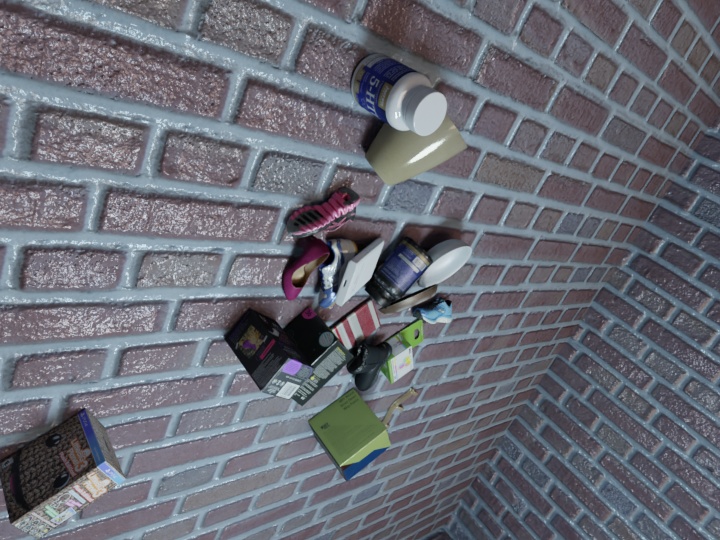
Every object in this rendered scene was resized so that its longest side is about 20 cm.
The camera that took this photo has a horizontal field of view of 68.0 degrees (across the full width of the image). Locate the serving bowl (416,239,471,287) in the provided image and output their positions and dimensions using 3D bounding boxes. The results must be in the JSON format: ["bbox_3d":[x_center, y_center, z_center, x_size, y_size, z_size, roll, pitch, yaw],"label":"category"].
[{"bbox_3d":[0.249,-0.033,1.670,0.199,0.066,0.201,-27,156,-13],"label":"serving bowl"}]

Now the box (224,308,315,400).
[{"bbox_3d":[-0.226,0.207,1.323,0.106,0.200,0.122,-48,143,2],"label":"box"}]

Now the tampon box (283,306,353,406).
[{"bbox_3d":[-0.151,0.235,1.465,0.200,0.150,0.126,-43,144,-6],"label":"tampon box"}]

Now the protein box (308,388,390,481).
[{"bbox_3d":[-0.036,0.560,1.828,0.198,0.200,0.136,-33,141,-18],"label":"protein box"}]

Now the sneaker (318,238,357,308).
[{"bbox_3d":[-0.084,0.004,1.403,0.088,0.075,0.201,10,111,-34],"label":"sneaker"}]

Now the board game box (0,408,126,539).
[{"bbox_3d":[-0.642,0.434,1.151,0.199,0.159,0.097,-33,141,-19],"label":"board game box"}]

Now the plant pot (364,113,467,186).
[{"bbox_3d":[0.114,-0.296,1.247,0.200,0.188,0.187,-39,145,12],"label":"plant pot"}]

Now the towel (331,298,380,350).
[{"bbox_3d":[-0.029,0.185,1.649,0.199,0.023,0.145,-37,141,-15],"label":"towel"}]

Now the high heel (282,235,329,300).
[{"bbox_3d":[-0.136,0.009,1.320,0.067,0.096,0.201,-9,129,-39],"label":"high heel"}]

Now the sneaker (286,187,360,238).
[{"bbox_3d":[-0.086,-0.118,1.286,0.199,0.079,0.096,-28,150,-23],"label":"sneaker"}]

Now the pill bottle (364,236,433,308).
[{"bbox_3d":[0.108,0.010,1.550,0.200,0.112,0.112,-47,143,0],"label":"pill bottle"}]

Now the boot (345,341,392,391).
[{"bbox_3d":[0.004,0.314,1.730,0.168,0.076,0.201,6,122,-55],"label":"boot"}]

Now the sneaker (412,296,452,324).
[{"bbox_3d":[0.253,0.132,1.856,0.199,0.078,0.091,1,105,-50],"label":"sneaker"}]

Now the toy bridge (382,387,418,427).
[{"bbox_3d":[0.152,0.549,2.149,0.200,0.027,0.067,-50,142,3],"label":"toy bridge"}]

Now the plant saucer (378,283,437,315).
[{"bbox_3d":[0.150,0.093,1.632,0.199,0.032,0.200,-23,178,-1],"label":"plant saucer"}]

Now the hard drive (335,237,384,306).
[{"bbox_3d":[0.000,0.000,1.431,0.200,0.027,0.133,-41,154,-60],"label":"hard drive"}]

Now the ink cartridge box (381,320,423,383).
[{"bbox_3d":[0.161,0.281,1.873,0.199,0.076,0.149,-30,140,-17],"label":"ink cartridge box"}]

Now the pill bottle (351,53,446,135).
[{"bbox_3d":[0.081,-0.364,1.114,0.119,0.200,0.120,-26,138,-26],"label":"pill bottle"}]
